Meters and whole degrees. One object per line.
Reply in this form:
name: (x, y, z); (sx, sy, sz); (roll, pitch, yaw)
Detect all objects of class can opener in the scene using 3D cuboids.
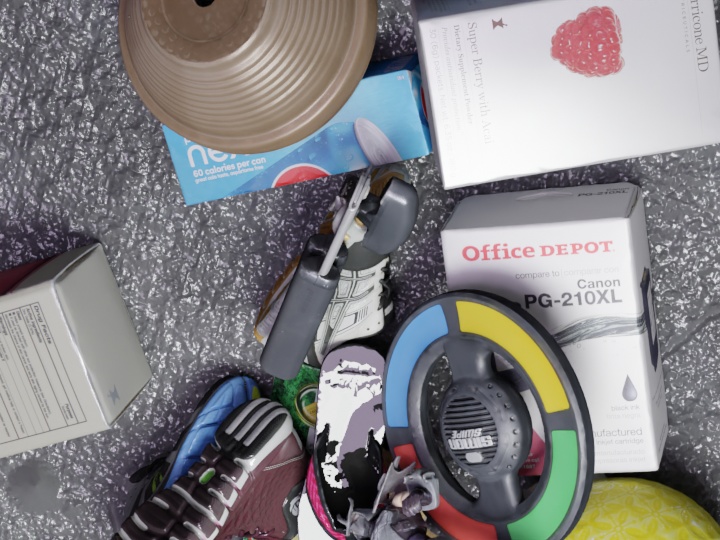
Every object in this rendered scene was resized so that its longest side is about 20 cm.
can opener: (-0.014, 0.007, 1.406); (0.067, 0.053, 0.201); (22, 132, -2)

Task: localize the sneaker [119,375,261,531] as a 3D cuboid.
sneaker: (-0.149, 0.167, 1.573); (0.083, 0.071, 0.200); (42, 106, 46)

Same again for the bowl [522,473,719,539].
bowl: (0.170, 0.212, 1.471); (0.200, 0.200, 0.108); (-38, 65, 22)

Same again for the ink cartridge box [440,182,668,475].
ink cartridge box: (0.147, 0.046, 1.452); (0.144, 0.084, 0.201); (-4, 107, 16)

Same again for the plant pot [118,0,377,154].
plant pot: (-0.094, -0.189, 1.393); (0.199, 0.093, 0.202); (-1, 86, 17)

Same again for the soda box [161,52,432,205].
soda box: (-0.042, -0.106, 1.460); (0.199, 0.064, 0.068); (-11, 105, 18)

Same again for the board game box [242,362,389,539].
board game box: (-0.034, 0.170, 1.577); (0.104, 0.023, 0.201); (15, 111, 11)

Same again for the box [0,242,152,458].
box: (-0.290, 0.074, 1.561); (0.199, 0.109, 0.129); (-15, 104, 18)

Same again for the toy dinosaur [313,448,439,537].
toy dinosaur: (0.009, 0.174, 1.536); (0.101, 0.058, 0.201); (-31, 99, 5)

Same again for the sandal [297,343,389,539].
sandal: (-0.010, 0.157, 1.480); (0.075, 0.045, 0.201); (1, 100, -3)

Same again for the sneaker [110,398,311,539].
sneaker: (-0.106, 0.206, 1.518); (0.200, 0.076, 0.116); (-45, 131, -10)

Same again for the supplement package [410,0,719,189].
supplement package: (0.142, -0.142, 1.345); (0.199, 0.120, 0.122); (-10, 105, 1)

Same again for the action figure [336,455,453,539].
action figure: (0.052, 0.213, 1.395); (0.199, 0.069, 0.131); (25, 117, 41)

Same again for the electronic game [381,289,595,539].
electronic game: (0.089, 0.113, 1.398); (0.199, 0.041, 0.201); (16, 113, 42)

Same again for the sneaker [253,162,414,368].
sneaker: (0.000, 0.000, 1.481); (0.087, 0.076, 0.200); (31, 130, -10)
